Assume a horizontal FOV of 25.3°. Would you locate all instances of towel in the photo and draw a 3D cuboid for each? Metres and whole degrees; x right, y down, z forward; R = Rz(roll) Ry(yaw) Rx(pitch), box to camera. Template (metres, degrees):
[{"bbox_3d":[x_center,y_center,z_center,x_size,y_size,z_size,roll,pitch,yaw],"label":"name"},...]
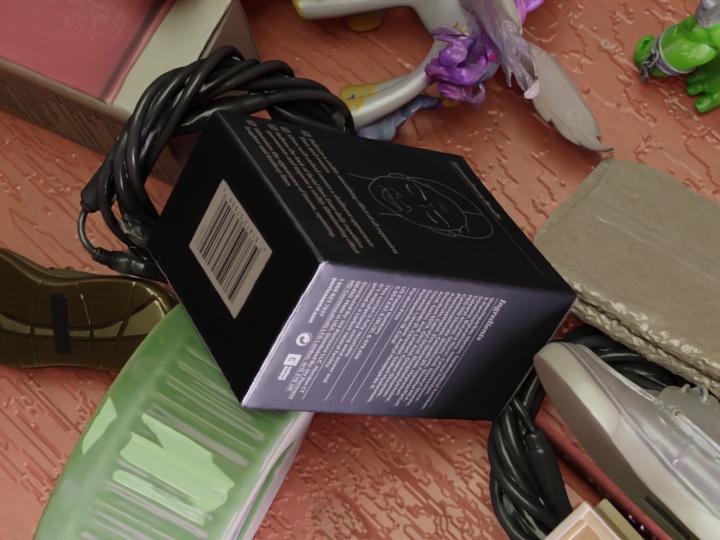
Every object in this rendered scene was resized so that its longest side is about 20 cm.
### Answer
[{"bbox_3d":[0.209,0.009,1.018,0.200,0.035,0.133,32,53,20],"label":"towel"}]

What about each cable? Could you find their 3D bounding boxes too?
[{"bbox_3d":[-0.076,-0.059,1.026,0.051,0.200,0.163,43,112,49],"label":"cable"},{"bbox_3d":[0.163,0.127,1.009,0.200,0.051,0.163,38,86,12],"label":"cable"}]

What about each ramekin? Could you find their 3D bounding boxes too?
[{"bbox_3d":[-0.107,0.126,0.965,0.098,0.200,0.200,28,78,5],"label":"ramekin"}]

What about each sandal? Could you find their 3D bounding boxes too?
[{"bbox_3d":[-0.196,0.026,1.064,0.200,0.054,0.080,7,102,28],"label":"sandal"}]

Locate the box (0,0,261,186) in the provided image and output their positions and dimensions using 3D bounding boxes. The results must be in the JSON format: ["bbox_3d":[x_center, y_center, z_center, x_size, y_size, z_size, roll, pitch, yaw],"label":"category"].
[{"bbox_3d":[-0.183,-0.153,1.086,0.200,0.128,0.109,24,77,11],"label":"box"}]

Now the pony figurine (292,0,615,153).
[{"bbox_3d":[0.070,-0.156,1.065,0.200,0.167,0.193,-24,64,14],"label":"pony figurine"}]

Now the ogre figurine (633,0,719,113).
[{"bbox_3d":[0.283,-0.139,1.041,0.200,0.120,0.098,32,79,14],"label":"ogre figurine"}]

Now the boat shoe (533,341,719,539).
[{"bbox_3d":[0.190,0.107,0.948,0.072,0.070,0.201,-42,80,-13],"label":"boat shoe"}]

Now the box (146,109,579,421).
[{"bbox_3d":[0.000,0.000,0.958,0.107,0.200,0.148,-60,44,26],"label":"box"}]

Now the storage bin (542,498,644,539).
[{"bbox_3d":[0.129,0.270,0.920,0.200,0.094,0.199,-44,78,8],"label":"storage bin"}]

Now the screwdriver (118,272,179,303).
[{"bbox_3d":[-0.080,0.039,1.067,0.200,0.029,0.028,27,78,7],"label":"screwdriver"}]
